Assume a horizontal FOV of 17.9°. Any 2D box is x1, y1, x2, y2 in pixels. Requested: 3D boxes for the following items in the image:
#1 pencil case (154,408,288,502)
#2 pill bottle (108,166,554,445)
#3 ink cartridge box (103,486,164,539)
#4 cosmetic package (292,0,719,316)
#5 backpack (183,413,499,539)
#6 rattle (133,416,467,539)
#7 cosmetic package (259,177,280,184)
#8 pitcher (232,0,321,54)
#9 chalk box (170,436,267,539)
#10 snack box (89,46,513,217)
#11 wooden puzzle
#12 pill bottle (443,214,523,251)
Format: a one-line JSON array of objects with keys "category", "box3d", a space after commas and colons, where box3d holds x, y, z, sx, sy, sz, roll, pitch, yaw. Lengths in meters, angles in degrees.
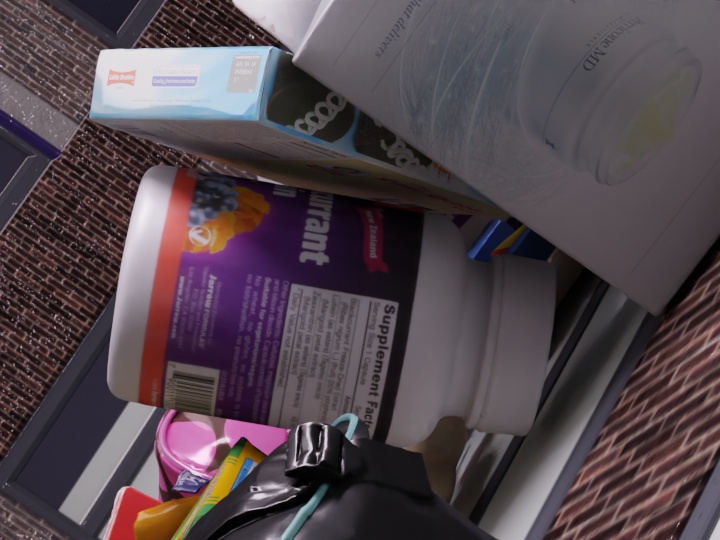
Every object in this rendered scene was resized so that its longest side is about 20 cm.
[{"category": "pencil case", "box3d": [-0.077, 0.164, 1.347, 0.091, 0.093, 0.201, -43, -32, -36]}, {"category": "pill bottle", "box3d": [-0.013, 0.021, 1.078, 0.111, 0.198, 0.113, -170, 90, -88]}, {"category": "ink cartridge box", "box3d": [-0.121, 0.226, 1.168, 0.067, 0.116, 0.201, -21, 46, 56]}, {"category": "cosmetic package", "box3d": [0.109, -0.127, 0.999, 0.200, 0.199, 0.123, -54, 7, 19]}, {"category": "backpack", "box3d": [-0.036, 0.169, 0.723, 0.200, 0.153, 0.176, -41, 10, 35]}, {"category": "rattle", "box3d": [-0.015, 0.101, 1.169, 0.131, 0.142, 0.201, 97, -166, -55]}, {"category": "cosmetic package", "box3d": [0.000, 0.000, 1.250, 0.082, 0.202, 0.050, -19, 13, -38]}, {"category": "pitcher", "box3d": [0.034, -0.159, 1.141, 0.121, 0.172, 0.200, -33, -13, -40]}, {"category": "chalk box", "box3d": [-0.067, 0.203, 1.033, 0.201, 0.123, 0.125, -55, 4, 14]}, {"category": "snack box", "box3d": [-0.017, -0.063, 1.086, 0.116, 0.199, 0.037, 4, 82, 43]}, {"category": "wooden puzzle", "box3d": [0.108, -0.031, 1.297, 0.186, 0.046, 0.200, -54, 3, -9]}, {"category": "pill bottle", "box3d": [0.054, -0.038, 1.481, 0.200, 0.111, 0.112, -43, -6, -41]}]
